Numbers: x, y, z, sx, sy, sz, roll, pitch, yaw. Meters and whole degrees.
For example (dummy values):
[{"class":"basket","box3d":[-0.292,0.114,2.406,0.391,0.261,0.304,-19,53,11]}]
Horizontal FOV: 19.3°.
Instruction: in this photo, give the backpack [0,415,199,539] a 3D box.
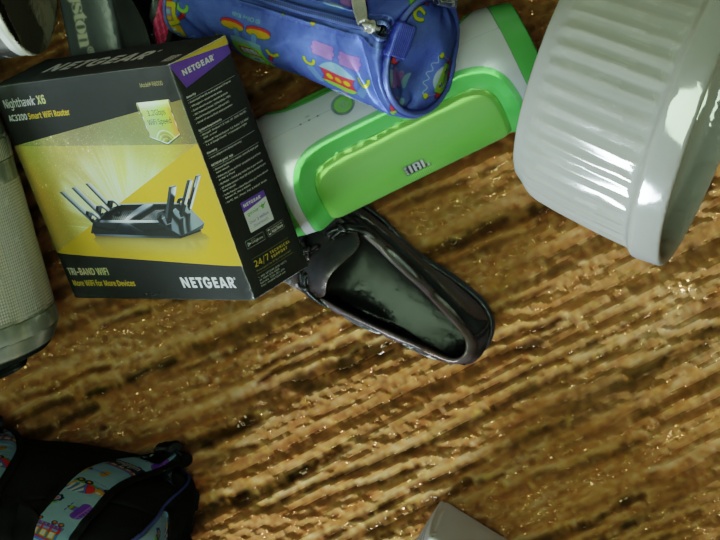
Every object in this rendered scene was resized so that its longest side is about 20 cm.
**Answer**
[{"class":"backpack","box3d":[-0.214,0.190,1.413,0.182,0.200,0.135,9,103,7]}]

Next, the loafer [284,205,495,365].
[{"class":"loafer","box3d":[0.000,0.000,1.408,0.200,0.063,0.072,31,103,2]}]

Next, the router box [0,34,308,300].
[{"class":"router box","box3d":[-0.138,-0.062,1.358,0.200,0.052,0.158,-1,114,48]}]

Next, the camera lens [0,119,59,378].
[{"class":"camera lens","box3d":[-0.298,-0.020,1.403,0.159,0.160,0.201,-13,100,12]}]

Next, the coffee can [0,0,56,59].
[{"class":"coffee can","box3d":[-0.317,-0.196,1.377,0.199,0.146,0.147,-9,100,11]}]

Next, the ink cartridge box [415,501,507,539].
[{"class":"ink cartridge box","box3d":[0.063,0.285,1.447,0.146,0.086,0.200,31,103,2]}]

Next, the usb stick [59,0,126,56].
[{"class":"usb stick","box3d":[-0.180,-0.191,1.411,0.055,0.033,0.201,-4,103,31]}]

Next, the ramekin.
[{"class":"ramekin","box3d":[0.171,-0.113,1.292,0.105,0.200,0.201,21,104,14]}]

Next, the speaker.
[{"class":"speaker","box3d":[0.023,-0.096,1.361,0.200,0.088,0.089,-26,96,3]}]

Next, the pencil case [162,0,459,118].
[{"class":"pencil case","box3d":[-0.032,-0.158,1.314,0.200,0.087,0.078,22,84,31]}]

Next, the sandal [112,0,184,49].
[{"class":"sandal","box3d":[-0.131,-0.170,1.391,0.045,0.075,0.201,-7,108,16]}]
